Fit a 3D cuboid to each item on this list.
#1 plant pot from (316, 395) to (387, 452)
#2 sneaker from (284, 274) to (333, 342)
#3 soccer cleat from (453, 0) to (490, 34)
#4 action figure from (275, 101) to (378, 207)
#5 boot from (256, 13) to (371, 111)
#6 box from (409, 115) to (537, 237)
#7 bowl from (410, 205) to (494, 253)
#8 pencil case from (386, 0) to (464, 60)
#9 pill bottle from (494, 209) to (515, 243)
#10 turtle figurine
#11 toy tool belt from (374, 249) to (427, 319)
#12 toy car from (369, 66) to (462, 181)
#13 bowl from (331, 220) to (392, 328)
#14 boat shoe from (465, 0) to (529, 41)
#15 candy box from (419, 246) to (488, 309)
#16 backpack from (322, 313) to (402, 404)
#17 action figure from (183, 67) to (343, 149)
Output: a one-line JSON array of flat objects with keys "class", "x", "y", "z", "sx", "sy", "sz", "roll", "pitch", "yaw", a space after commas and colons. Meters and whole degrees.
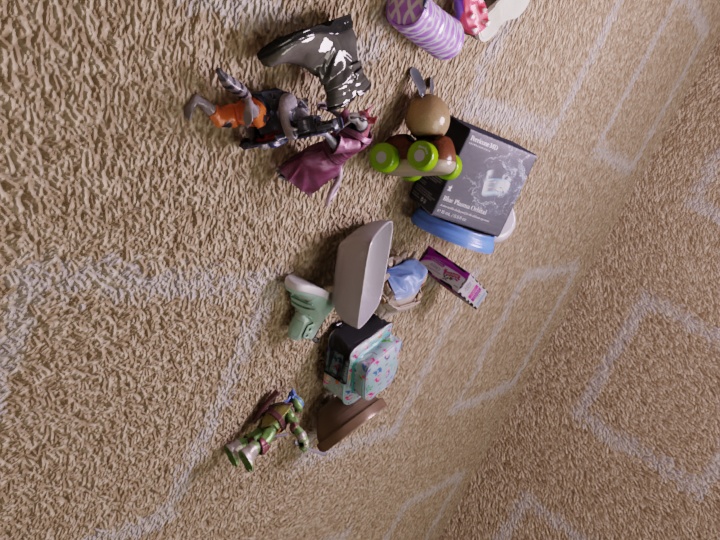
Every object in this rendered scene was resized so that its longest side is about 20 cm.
[{"class": "plant pot", "x": -0.038, "y": 0.351, "z": 1.964, "sx": 0.200, "sy": 0.093, "sz": 0.201, "roll": -34, "pitch": 172, "yaw": -5}, {"class": "sneaker", "x": -0.113, "y": 0.083, "z": 1.596, "sx": 0.119, "sy": 0.073, "sz": 0.200, "roll": -62, "pitch": 156, "yaw": -4}, {"class": "soccer cleat", "x": 0.188, "y": -0.528, "z": 1.465, "sx": 0.066, "sy": 0.076, "sz": 0.202, "roll": -29, "pitch": 129, "yaw": -13}, {"class": "action figure", "x": -0.039, "y": -0.192, "z": 1.313, "sx": 0.199, "sy": 0.149, "sz": 0.135, "roll": -30, "pitch": -156, "yaw": 33}, {"class": "boot", "x": -0.058, "y": -0.302, "z": 1.216, "sx": 0.199, "sy": 0.067, "sz": 0.132, "roll": -33, "pitch": 112, "yaw": -41}, {"class": "box", "x": 0.244, "y": -0.204, "z": 1.750, "sx": 0.195, "sy": 0.118, "sz": 0.202, "roll": 14, "pitch": 108, "yaw": -30}, {"class": "bowl", "x": 0.211, "y": -0.095, "z": 1.812, "sx": 0.200, "sy": 0.199, "sz": 0.040, "roll": 0, "pitch": 115, "yaw": -59}, {"class": "pencil case", "x": 0.116, "y": -0.438, "z": 1.417, "sx": 0.199, "sy": 0.083, "sz": 0.087, "roll": 11, "pitch": 81, "yaw": -63}, {"class": "pill bottle", "x": 0.310, "y": -0.122, "z": 1.963, "sx": 0.113, "sy": 0.112, "sz": 0.200, "roll": -54, "pitch": -175, "yaw": -4}, {"class": "turtle figurine", "x": -0.181, "y": 0.375, "z": 1.735, "sx": 0.193, "sy": 0.143, "sz": 0.202, "roll": -31, "pitch": 140, "yaw": -34}, {"class": "toy tool belt", "x": 0.098, "y": 0.016, "z": 1.834, "sx": 0.199, "sy": 0.125, "sz": 0.124, "roll": -34, "pitch": 154, "yaw": -39}, {"class": "toy car", "x": 0.112, "y": -0.284, "z": 1.562, "sx": 0.164, "sy": 0.156, "sz": 0.203, "roll": 3, "pitch": 89, "yaw": -64}, {"class": "bowl", "x": 0.000, "y": 0.000, "z": 1.636, "sx": 0.200, "sy": 0.074, "sz": 0.203, "roll": -44, "pitch": 144, "yaw": -67}, {"class": "boat shoe", "x": 0.271, "y": -0.525, "z": 1.599, "sx": 0.202, "sy": 0.060, "sz": 0.073, "roll": -44, "pitch": 140, "yaw": -27}, {"class": "candy box", "x": 0.238, "y": 0.022, "z": 2.057, "sx": 0.061, "sy": 0.136, "sz": 0.200, "roll": -54, "pitch": 153, "yaw": 1}, {"class": "backpack", "x": 0.001, "y": 0.212, "z": 1.868, "sx": 0.177, "sy": 0.150, "sz": 0.202, "roll": -32, "pitch": 149, "yaw": -41}, {"class": "action figure", "x": -0.126, "y": -0.235, "z": 1.162, "sx": 0.193, "sy": 0.198, "sz": 0.106, "roll": -14, "pitch": 99, "yaw": -59}]
